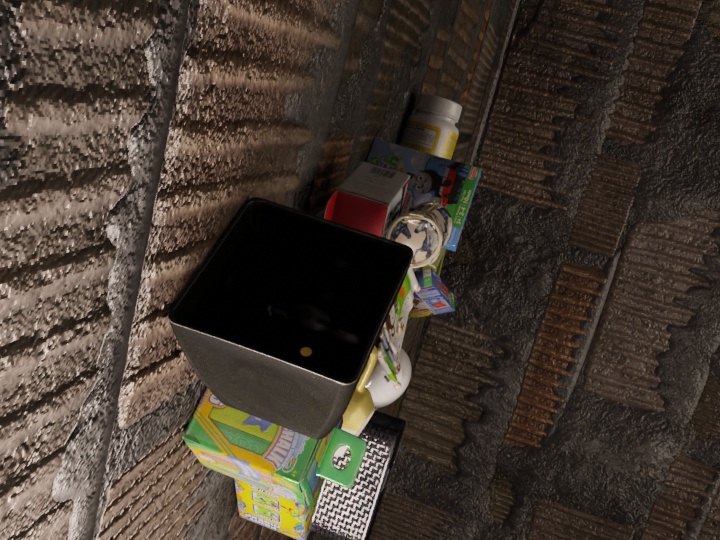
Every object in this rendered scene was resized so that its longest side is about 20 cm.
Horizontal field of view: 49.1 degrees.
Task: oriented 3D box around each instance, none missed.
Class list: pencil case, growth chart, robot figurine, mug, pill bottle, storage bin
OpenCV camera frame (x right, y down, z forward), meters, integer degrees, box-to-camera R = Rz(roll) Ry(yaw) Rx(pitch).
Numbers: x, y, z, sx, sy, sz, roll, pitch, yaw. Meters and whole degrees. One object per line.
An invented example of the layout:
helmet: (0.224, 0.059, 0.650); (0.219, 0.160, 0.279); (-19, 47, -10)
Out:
pencil case: (0.090, -0.058, 1.166); (0.200, 0.078, 0.090); (-39, 129, -75)
growth chart: (0.057, 0.069, 1.234); (0.145, 0.018, 0.201); (57, 42, -56)
robot figurine: (-0.003, 0.146, 1.341); (0.150, 0.200, 0.125); (1, 122, -43)
mug: (-0.059, 0.180, 1.130); (0.149, 0.153, 0.187); (-48, 168, -38)
pill bottle: (0.139, -0.258, 1.647); (0.114, 0.114, 0.201); (0, 108, -79)
storage bin: (-0.002, 0.334, 1.292); (0.135, 0.094, 0.201); (7, 101, -80)

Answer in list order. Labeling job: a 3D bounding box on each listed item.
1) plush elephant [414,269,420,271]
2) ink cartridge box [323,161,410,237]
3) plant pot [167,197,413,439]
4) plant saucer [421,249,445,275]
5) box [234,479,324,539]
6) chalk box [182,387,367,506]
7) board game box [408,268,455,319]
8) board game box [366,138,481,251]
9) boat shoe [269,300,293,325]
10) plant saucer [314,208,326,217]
plush elephant: (0.045, -0.015, 1.493); (0.155, 0.200, 0.165); (-28, 139, -41)
ink cartridge box: (-0.004, -0.033, 1.157); (0.176, 0.084, 0.201); (-56, 160, -60)
plant pot: (-0.072, 0.070, 0.877); (0.178, 0.199, 0.200); (96, 15, -47)
plant saucer: (0.257, 0.002, 2.828); (0.200, 0.048, 0.200); (-59, 163, -52)
box: (-0.104, 0.291, 1.269); (0.193, 0.122, 0.200); (95, 16, -49)
chalk box: (-0.094, 0.203, 0.972); (0.124, 0.199, 0.125); (87, 23, -61)
board game box: (0.058, 0.054, 1.432); (0.135, 0.199, 0.035); (45, 39, -58)
board game box: (0.095, -0.135, 1.392); (0.037, 0.199, 0.152); (63, 46, -74)
boat shoe: (-0.034, 0.031, 1.054); (0.200, 0.074, 0.060); (1, 118, -38)
plant saucer: (-0.082, -0.002, 1.141); (0.201, 0.039, 0.202); (17, 90, -80)
